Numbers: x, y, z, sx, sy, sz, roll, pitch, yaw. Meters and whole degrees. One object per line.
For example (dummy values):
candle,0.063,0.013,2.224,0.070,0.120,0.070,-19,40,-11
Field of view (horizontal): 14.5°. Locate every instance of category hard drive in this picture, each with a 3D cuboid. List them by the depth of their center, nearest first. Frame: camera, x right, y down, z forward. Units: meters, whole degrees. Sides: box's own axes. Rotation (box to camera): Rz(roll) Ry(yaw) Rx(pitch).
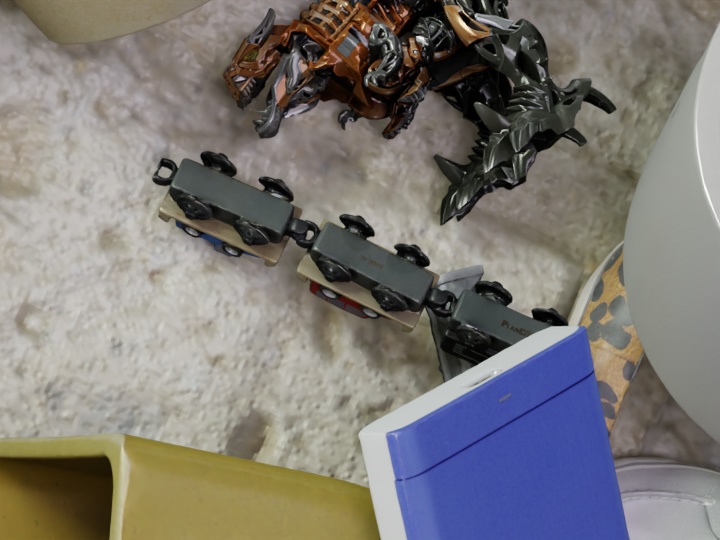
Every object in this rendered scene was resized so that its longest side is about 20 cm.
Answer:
hard drive,0.067,0.138,1.132,0.132,0.025,0.201,-25,107,-47

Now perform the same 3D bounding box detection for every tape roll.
tape roll,0.222,-0.022,1.194,0.201,0.139,0.204,3,67,-7

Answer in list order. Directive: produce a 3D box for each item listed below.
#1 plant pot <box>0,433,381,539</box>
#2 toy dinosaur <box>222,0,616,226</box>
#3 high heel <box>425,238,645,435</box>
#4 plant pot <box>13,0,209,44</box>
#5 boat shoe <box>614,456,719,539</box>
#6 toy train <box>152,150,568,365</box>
plant pot,-0.044,0.174,1.163,0.199,0.195,0.196,7,84,-22
toy dinosaur,0.042,-0.105,1.256,0.199,0.102,0.136,-30,82,4
high heel,0.135,0.053,1.276,0.199,0.071,0.144,-13,75,-5
plant pot,-0.120,-0.204,1.165,0.187,0.187,0.201,-27,112,-18
boat shoe,0.182,0.134,1.307,0.199,0.068,0.072,19,83,-18
toy train,0.000,0.000,1.238,0.199,0.046,0.034,25,68,3
